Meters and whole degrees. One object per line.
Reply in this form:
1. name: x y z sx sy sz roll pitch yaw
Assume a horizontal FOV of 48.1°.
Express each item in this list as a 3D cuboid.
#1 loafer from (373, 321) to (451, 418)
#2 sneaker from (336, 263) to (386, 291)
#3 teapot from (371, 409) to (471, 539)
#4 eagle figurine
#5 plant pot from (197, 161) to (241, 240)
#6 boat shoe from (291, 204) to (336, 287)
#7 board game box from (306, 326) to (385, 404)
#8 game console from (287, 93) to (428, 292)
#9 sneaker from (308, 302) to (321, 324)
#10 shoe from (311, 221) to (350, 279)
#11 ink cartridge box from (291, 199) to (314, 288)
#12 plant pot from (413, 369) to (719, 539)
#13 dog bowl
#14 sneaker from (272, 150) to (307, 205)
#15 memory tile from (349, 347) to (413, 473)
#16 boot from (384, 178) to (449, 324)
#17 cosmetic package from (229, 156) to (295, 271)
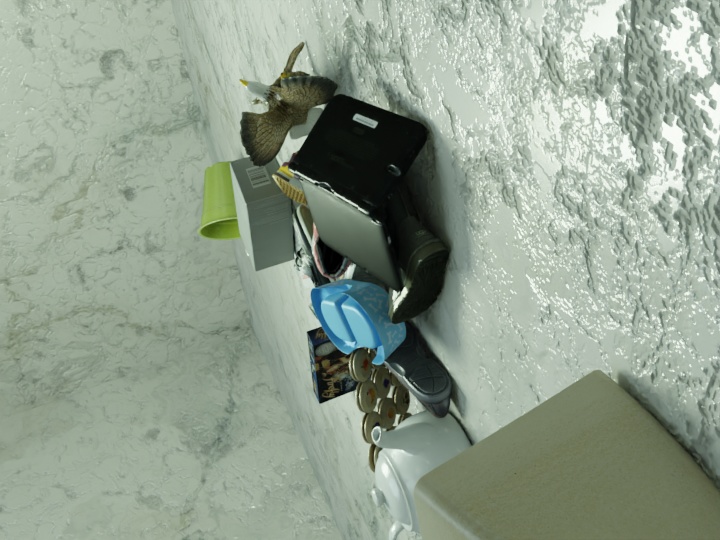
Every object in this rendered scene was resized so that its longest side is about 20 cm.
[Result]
1. loafer: 0.070 0.139 1.182 0.200 0.072 0.063 51 161 49
2. sneaker: 0.000 0.000 1.247 0.080 0.078 0.200 57 163 28
3. teapot: 0.087 0.309 1.175 0.197 0.146 0.200 123 126 -74
4. eagle figurine: -0.118 -0.248 1.222 0.200 0.150 0.152 -116 24 -58
5. plant pot: -0.380 -0.208 2.342 0.200 0.199 0.191 119 144 -73
6. boat shoe: -0.074 -0.011 1.313 0.200 0.066 0.075 61 -159 -28
7. board game box: -0.021 0.152 1.419 0.200 0.135 0.035 88 158 -53
8. game console: 0.009 -0.101 0.994 0.116 0.176 0.200 31 -179 -40
9. sneaker: -0.012 0.090 1.447 0.078 0.086 0.200 55 -176 28
10. shoe: -0.029 -0.091 1.148 0.091 0.071 0.201 -110 29 -68
11. ink cartridge box: -0.082 -0.075 1.462 0.145 0.084 0.201 170 83 -75
12. plant pot: 0.183 0.233 0.617 0.177 0.200 0.200 32 141 50
13. dog bowl: -0.003 0.066 1.150 0.200 0.050 0.112 7 124 62
14. sneaker: -0.047 -0.135 1.277 0.200 0.090 0.075 32 166 28
15. memory tile: 0.039 0.199 1.258 0.017 0.153 0.201 -4 103 31
16. boot: 0.036 -0.054 1.042 0.200 0.072 0.182 57 148 28
17. cosmetic package: -0.173 -0.102 1.434 0.200 0.090 0.107 90 158 -57
